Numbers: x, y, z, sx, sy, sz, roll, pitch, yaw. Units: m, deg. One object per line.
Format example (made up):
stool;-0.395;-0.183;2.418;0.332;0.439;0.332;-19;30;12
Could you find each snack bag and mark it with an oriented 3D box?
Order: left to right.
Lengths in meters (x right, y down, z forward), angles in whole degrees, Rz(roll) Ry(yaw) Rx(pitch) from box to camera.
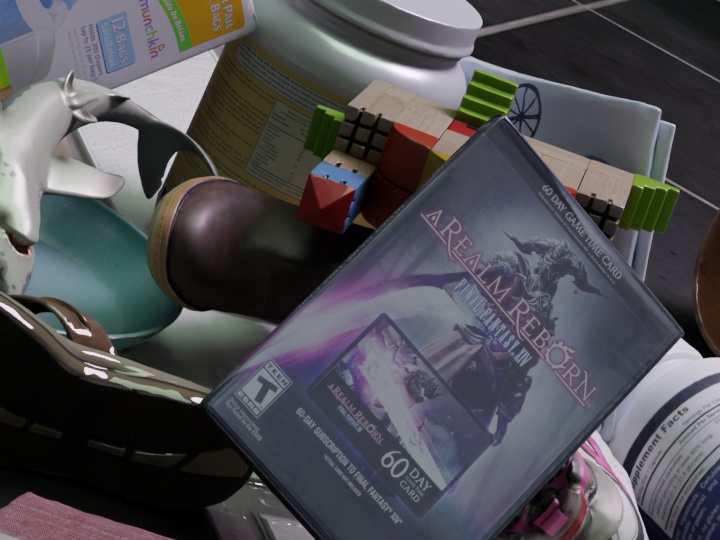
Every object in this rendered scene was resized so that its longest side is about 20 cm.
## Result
snack bag;0.100;-0.018;1.158;0.021;0.189;0.200;1;13;-32

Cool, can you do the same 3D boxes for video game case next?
video game case;0.042;0.046;0.922;0.143;0.200;0.019;49;-16;-13

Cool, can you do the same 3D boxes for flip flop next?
flip flop;-0.137;0.047;0.898;0.200;0.081;0.058;23;28;-22

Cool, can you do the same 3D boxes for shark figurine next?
shark figurine;-0.172;-0.062;1.041;0.128;0.089;0.214;60;30;-5

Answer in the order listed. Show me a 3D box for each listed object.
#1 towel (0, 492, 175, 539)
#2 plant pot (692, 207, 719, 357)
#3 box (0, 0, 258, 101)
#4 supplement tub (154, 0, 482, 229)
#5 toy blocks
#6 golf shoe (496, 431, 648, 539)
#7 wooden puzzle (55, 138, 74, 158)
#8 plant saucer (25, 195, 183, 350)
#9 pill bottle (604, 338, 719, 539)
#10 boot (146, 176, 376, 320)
towel;-0.119;0.140;0.685;0.144;0.023;0.200;14;22;26
plant pot;0.382;0.029;1.482;0.200;0.187;0.187;30;14;-39
box;-0.172;-0.163;1.098;0.200;0.113;0.101;-24;41;-20
supplement tub;-0.024;-0.087;1.193;0.145;0.200;0.145;23;20;-9
toy blocks;0.056;-0.037;1.012;0.200;0.100;0.137;21;19;5
golf shoe;0.097;0.106;1.071;0.092;0.073;0.200;37;14;-27
wooden puzzle;-0.267;-0.126;1.219;0.185;0.046;0.200;14;23;-30
plant saucer;-0.190;-0.007;1.033;0.200;0.036;0.200;23;20;-9
pill bottle;0.206;0.119;1.100;0.111;0.111;0.200;9;26;-39
boot;0.000;0.000;1.038;0.166;0.072;0.200;8;-4;27
